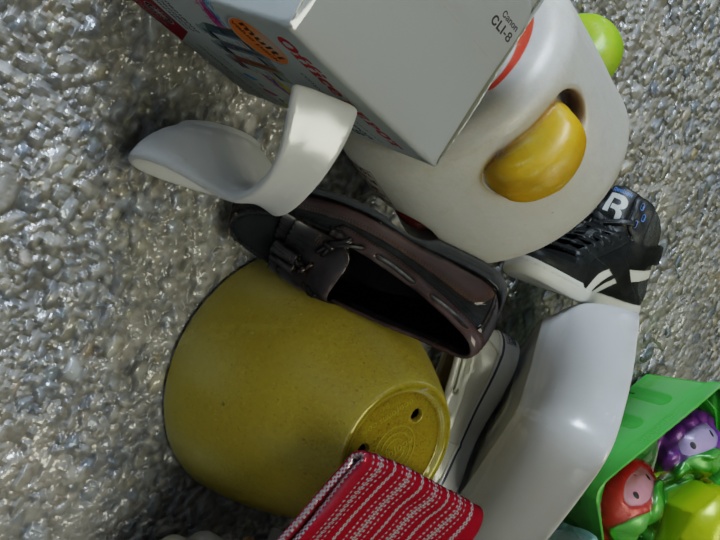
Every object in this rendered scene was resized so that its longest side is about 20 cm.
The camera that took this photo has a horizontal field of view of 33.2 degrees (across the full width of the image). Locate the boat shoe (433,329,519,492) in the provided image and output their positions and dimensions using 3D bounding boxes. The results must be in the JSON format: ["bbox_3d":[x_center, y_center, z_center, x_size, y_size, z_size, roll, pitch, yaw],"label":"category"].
[{"bbox_3d":[0.059,0.133,1.012,0.070,0.071,0.200,26,94,-17],"label":"boat shoe"}]

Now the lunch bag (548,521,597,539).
[{"bbox_3d":[0.161,0.355,1.152,0.170,0.122,0.200,-35,122,-26],"label":"lunch bag"}]

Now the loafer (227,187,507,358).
[{"bbox_3d":[0.000,0.000,0.813,0.072,0.200,0.063,108,3,-49],"label":"loafer"}]

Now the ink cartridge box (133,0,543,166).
[{"bbox_3d":[-0.018,-0.176,0.707,0.145,0.200,0.145,37,83,-43],"label":"ink cartridge box"}]

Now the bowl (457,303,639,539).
[{"bbox_3d":[0.148,0.131,1.004,0.200,0.075,0.200,-64,180,-50],"label":"bowl"}]

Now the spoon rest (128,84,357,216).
[{"bbox_3d":[-0.073,-0.061,0.717,0.099,0.200,0.061,18,78,-27],"label":"spoon rest"}]

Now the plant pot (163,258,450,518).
[{"bbox_3d":[-0.020,0.101,0.867,0.200,0.142,0.200,-17,119,-35],"label":"plant pot"}]

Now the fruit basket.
[{"bbox_3d":[0.309,0.218,1.165,0.215,0.215,0.156,-32,127,-27],"label":"fruit basket"}]

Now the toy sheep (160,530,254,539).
[{"bbox_3d":[-0.136,0.255,0.841,0.200,0.138,0.138,-19,120,-27],"label":"toy sheep"}]

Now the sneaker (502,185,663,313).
[{"bbox_3d":[0.200,-0.029,1.059,0.200,0.073,0.112,17,93,-52],"label":"sneaker"}]

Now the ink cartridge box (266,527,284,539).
[{"bbox_3d":[-0.053,0.324,0.932,0.200,0.084,0.145,-62,144,-25],"label":"ink cartridge box"}]

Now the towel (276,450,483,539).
[{"bbox_3d":[0.003,0.199,0.826,0.145,0.022,0.200,-50,145,2],"label":"towel"}]

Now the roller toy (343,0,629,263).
[{"bbox_3d":[0.079,-0.109,0.832,0.140,0.182,0.200,50,41,-41],"label":"roller toy"}]
